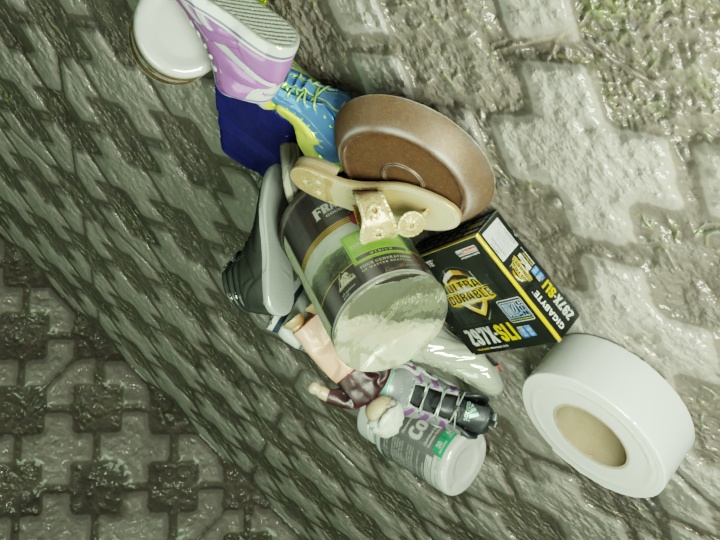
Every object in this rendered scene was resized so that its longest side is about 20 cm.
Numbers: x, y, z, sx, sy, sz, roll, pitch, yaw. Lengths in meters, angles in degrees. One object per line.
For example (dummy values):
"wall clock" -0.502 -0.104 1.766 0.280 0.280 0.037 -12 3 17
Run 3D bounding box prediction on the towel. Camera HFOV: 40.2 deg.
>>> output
"towel" -0.129 -0.193 1.314 0.147 0.050 0.201 36 156 13

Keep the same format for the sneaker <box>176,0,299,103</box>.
"sneaker" -0.164 -0.263 1.082 0.200 0.072 0.115 44 138 10

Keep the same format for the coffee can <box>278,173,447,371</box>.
"coffee can" 0.000 0.000 1.187 0.201 0.144 0.148 59 171 44

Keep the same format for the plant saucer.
"plant saucer" 0.053 -0.111 1.091 0.197 0.035 0.201 22 152 12

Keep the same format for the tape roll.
"tape roll" 0.290 0.173 1.166 0.201 0.071 0.204 36 154 20

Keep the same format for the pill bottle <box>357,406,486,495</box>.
"pill bottle" 0.095 0.268 1.584 0.198 0.113 0.114 24 149 39

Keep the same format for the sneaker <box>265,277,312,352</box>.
"sneaker" -0.055 0.032 1.363 0.080 0.201 0.077 31 141 2

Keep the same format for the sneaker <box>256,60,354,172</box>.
"sneaker" -0.058 -0.208 1.154 0.200 0.076 0.104 47 145 -21

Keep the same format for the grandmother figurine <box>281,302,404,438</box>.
"grandmother figurine" -0.010 0.127 1.264 0.201 0.121 0.061 54 -162 -2

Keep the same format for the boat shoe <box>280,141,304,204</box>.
"boat shoe" -0.052 -0.108 1.278 0.200 0.072 0.076 61 -162 -62

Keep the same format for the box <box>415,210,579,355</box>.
"box" 0.150 0.022 1.186 0.160 0.049 0.199 49 156 -10

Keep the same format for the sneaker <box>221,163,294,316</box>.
"sneaker" -0.137 -0.037 1.292 0.098 0.204 0.070 -9 164 38

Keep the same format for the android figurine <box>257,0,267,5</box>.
"android figurine" -0.151 -0.367 1.076 0.198 0.041 0.184 27 150 38

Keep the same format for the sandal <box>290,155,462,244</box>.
"sandal" 0.006 -0.062 1.106 0.208 0.070 0.078 20 153 18

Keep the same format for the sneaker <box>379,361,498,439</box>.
"sneaker" 0.122 0.182 1.337 0.138 0.079 0.199 15 176 38

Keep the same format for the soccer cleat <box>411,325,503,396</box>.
"soccer cleat" 0.110 0.112 1.356 0.200 0.078 0.069 42 156 8

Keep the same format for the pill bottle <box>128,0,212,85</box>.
"pill bottle" -0.226 -0.287 1.203 0.115 0.114 0.200 52 172 -15
